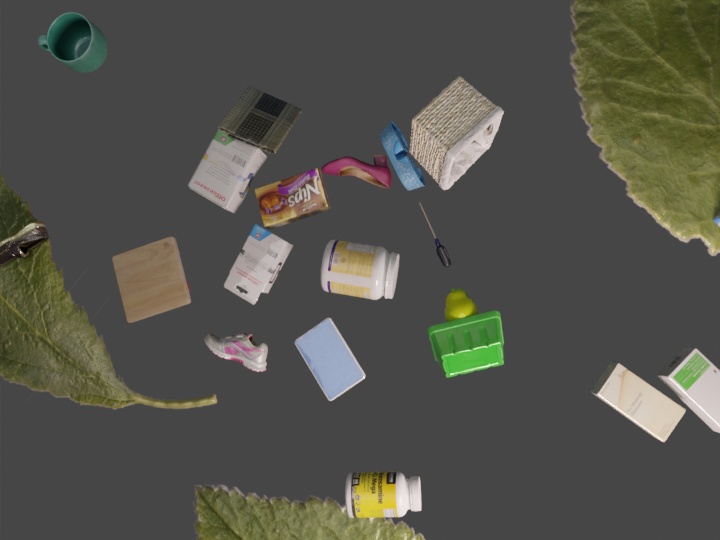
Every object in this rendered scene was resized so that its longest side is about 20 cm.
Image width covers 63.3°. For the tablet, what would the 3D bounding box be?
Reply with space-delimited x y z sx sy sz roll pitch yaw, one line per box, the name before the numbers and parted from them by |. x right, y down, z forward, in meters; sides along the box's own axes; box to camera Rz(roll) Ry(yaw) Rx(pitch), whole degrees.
tablet | -0.088 0.252 1.662 0.129 0.014 0.202 -34 81 5

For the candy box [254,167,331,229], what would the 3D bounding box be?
candy box | -0.195 -0.206 1.691 0.196 0.056 0.119 -17 83 8

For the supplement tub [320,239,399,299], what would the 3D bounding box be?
supplement tub | 0.000 0.000 1.602 0.196 0.145 0.148 9 87 8

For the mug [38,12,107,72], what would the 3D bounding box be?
mug | -0.870 -0.698 1.793 0.184 0.114 0.153 35 91 10

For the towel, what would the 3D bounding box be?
towel | -0.289 -0.434 1.693 0.190 0.035 0.202 24 58 5

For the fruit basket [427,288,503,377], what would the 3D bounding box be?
fruit basket | 0.280 0.159 1.574 0.211 0.157 0.218 -11 41 10

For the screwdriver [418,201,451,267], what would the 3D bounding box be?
screwdriver | 0.209 -0.104 1.641 0.029 0.028 0.203 -16 82 -24

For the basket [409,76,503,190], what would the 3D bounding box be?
basket | 0.245 -0.362 1.558 0.161 0.199 0.200 44 79 13

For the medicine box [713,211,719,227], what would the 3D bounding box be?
medicine box | 1.022 -0.107 1.447 0.103 0.182 0.200 -45 81 2

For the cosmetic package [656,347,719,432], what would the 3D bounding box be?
cosmetic package | 0.877 0.304 1.487 0.200 0.085 0.108 44 90 10

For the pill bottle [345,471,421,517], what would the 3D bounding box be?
pill bottle | 0.062 0.599 1.565 0.196 0.112 0.115 -4 85 7

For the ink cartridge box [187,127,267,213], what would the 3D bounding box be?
ink cartridge box | -0.388 -0.291 1.709 0.144 0.088 0.202 29 88 10

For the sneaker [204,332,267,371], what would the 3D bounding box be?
sneaker | -0.349 0.215 1.674 0.197 0.081 0.090 21 87 1

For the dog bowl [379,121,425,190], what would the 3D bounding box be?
dog bowl | 0.115 -0.315 1.632 0.049 0.111 0.203 -28 82 18

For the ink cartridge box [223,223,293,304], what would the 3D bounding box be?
ink cartridge box | -0.294 -0.015 1.684 0.115 0.068 0.202 29 90 9

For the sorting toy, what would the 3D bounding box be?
sorting toy | -0.605 0.029 1.724 0.196 0.070 0.202 -17 84 6

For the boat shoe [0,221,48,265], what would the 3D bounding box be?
boat shoe | -1.048 -0.071 1.792 0.199 0.073 0.065 -37 77 4

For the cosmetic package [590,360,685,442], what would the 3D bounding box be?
cosmetic package | 0.716 0.336 1.513 0.198 0.073 0.104 34 91 8

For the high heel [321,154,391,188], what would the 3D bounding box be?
high heel | -0.011 -0.271 1.661 0.196 0.068 0.098 -8 74 4
